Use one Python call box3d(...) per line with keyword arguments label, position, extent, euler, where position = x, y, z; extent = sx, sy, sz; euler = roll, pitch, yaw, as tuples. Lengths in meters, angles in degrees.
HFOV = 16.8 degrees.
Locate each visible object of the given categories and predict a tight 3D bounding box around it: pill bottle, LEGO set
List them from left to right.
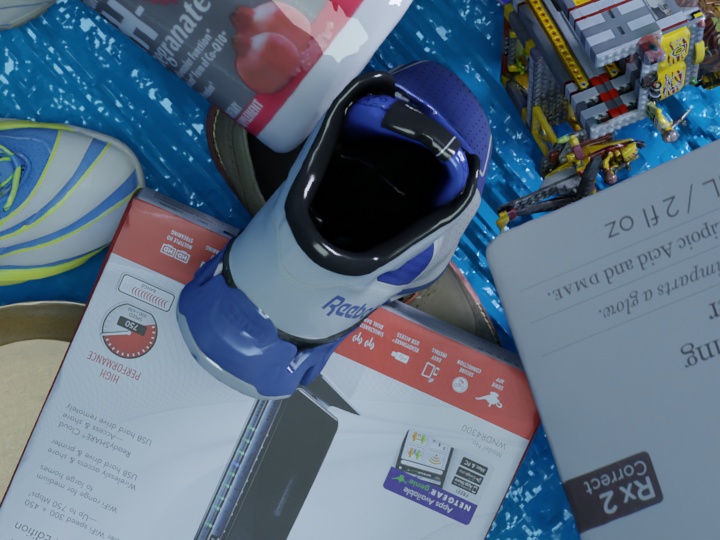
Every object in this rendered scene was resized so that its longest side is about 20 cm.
box3d(label="pill bottle", position=(-0.076, -0.150, 1.007), extent=(0.200, 0.111, 0.111), euler=(38, 91, -5))
box3d(label="LEGO set", position=(0.132, -0.097, 1.029), extent=(0.153, 0.200, 0.116), euler=(-17, 60, -17))

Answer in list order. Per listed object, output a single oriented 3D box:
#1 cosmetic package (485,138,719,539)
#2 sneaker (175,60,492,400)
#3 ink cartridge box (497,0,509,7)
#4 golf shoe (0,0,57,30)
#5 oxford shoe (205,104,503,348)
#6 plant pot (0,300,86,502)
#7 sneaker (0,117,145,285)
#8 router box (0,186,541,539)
box3d(label="cosmetic package", position=(0.181, 0.056, 1.030), extent=(0.164, 0.165, 0.201), euler=(-24, 75, 23))
box3d(label="sneaker", position=(0.016, -0.035, 0.986), extent=(0.081, 0.199, 0.115), euler=(43, 131, -1))
box3d(label="ink cartridge box", position=(0.110, -0.205, 1.047), extent=(0.201, 0.043, 0.198), euler=(-56, 143, 2))
box3d(label="golf shoe", position=(-0.185, -0.128, 1.052), extent=(0.199, 0.097, 0.079), euler=(-34, 98, -3))
box3d(label="oxford shoe", position=(0.000, 0.000, 1.099), extent=(0.070, 0.075, 0.200), euler=(-42, 100, 0))
box3d(label="plant pot", position=(-0.140, 0.114, 1.101), extent=(0.198, 0.027, 0.202), euler=(0, 90, -6))
box3d(label="sneaker", position=(-0.191, -0.021, 1.059), extent=(0.198, 0.105, 0.076), euler=(-9, 98, -5))
box3d(label="router box", position=(-0.042, 0.086, 1.059), extent=(0.199, 0.049, 0.180), euler=(23, 97, -5))
